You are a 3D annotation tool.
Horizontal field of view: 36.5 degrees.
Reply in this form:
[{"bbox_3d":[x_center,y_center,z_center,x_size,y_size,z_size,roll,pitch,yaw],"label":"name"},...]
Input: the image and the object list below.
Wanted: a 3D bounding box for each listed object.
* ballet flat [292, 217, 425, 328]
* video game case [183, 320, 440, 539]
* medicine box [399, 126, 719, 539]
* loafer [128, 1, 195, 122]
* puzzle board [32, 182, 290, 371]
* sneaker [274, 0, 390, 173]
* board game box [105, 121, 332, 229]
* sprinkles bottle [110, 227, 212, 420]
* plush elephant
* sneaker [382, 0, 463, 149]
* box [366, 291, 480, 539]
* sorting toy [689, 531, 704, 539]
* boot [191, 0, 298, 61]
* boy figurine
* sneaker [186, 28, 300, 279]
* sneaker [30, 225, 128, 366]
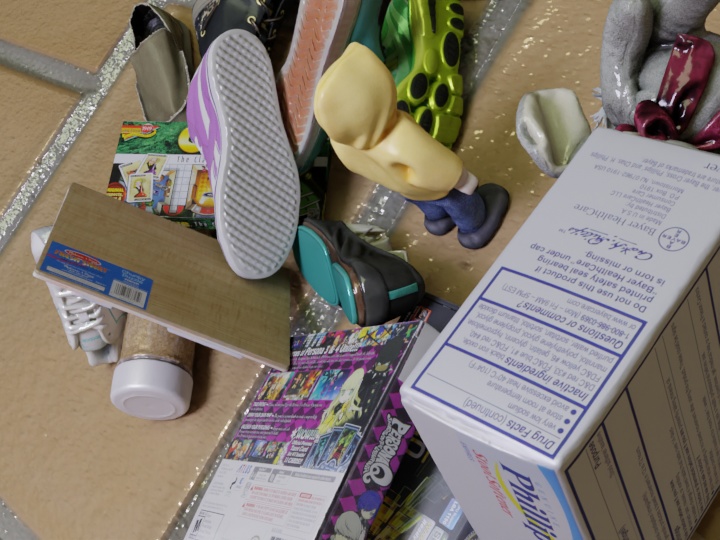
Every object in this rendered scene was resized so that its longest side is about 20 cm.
[{"bbox_3d":[0.000,0.000,0.848,0.067,0.069,0.200,-14,20,-13],"label":"ballet flat"},{"bbox_3d":[-0.036,0.125,0.752,0.199,0.036,0.183,-13,46,60],"label":"video game case"},{"bbox_3d":[0.140,0.060,0.602,0.102,0.183,0.200,23,63,40],"label":"medicine box"},{"bbox_3d":[-0.212,-0.208,1.142,0.075,0.070,0.201,-34,48,15],"label":"loafer"},{"bbox_3d":[-0.148,0.005,0.857,0.018,0.198,0.151,-61,16,25],"label":"puzzle board"},{"bbox_3d":[-0.020,-0.162,0.904,0.072,0.079,0.201,53,136,32],"label":"sneaker"},{"bbox_3d":[-0.126,-0.085,0.976,0.197,0.024,0.106,1,58,7],"label":"board game box"},{"bbox_3d":[-0.171,0.027,0.966,0.067,0.068,0.202,-15,55,29],"label":"sprinkles bottle"},{"bbox_3d":[0.193,-0.085,0.706,0.156,0.164,0.199,-58,16,-27],"label":"plush elephant"},{"bbox_3d":[0.042,-0.158,0.932,0.083,0.073,0.203,-24,48,50],"label":"sneaker"},{"bbox_3d":[0.046,0.126,0.742,0.161,0.049,0.201,24,79,52],"label":"box"},{"bbox_3d":[0.131,0.229,0.635,0.200,0.036,0.185,-47,46,2],"label":"sorting toy"},{"bbox_3d":[-0.092,-0.241,1.068,0.202,0.073,0.156,-29,49,34],"label":"boot"},{"bbox_3d":[0.027,-0.090,0.801,0.124,0.200,0.065,25,79,46],"label":"boy figurine"},{"bbox_3d":[-0.105,-0.090,0.927,0.114,0.072,0.204,165,101,-64],"label":"sneaker"},{"bbox_3d":[-0.233,0.023,0.946,0.069,0.201,0.081,-3,66,3],"label":"sneaker"}]
